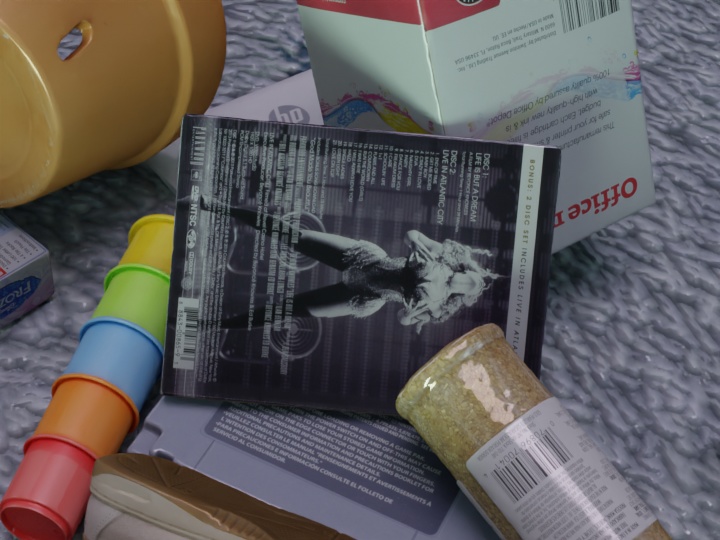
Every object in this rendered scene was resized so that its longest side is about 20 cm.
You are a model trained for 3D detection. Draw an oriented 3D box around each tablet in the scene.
[{"bbox_3d":[-0.036,-0.086,0.937,0.200,0.014,0.130,-25,53,-27],"label":"tablet"}]

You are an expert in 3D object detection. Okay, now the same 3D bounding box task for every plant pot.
[{"bbox_3d":[-0.197,-0.128,0.820,0.199,0.201,0.140,19,40,13],"label":"plant pot"}]

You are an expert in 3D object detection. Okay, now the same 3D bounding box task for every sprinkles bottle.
[{"bbox_3d":[0.102,0.120,0.675,0.068,0.068,0.200,-30,72,-30],"label":"sprinkles bottle"}]

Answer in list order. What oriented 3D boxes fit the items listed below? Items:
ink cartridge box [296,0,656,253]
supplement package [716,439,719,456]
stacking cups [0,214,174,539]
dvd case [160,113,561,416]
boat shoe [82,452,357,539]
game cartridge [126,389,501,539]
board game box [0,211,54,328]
[{"bbox_3d":[0.066,-0.117,0.823,0.145,0.201,0.144,-24,25,-26],"label":"ink cartridge box"},{"bbox_3d":[0.279,0.123,0.692,0.116,0.118,0.200,-7,47,-12],"label":"supplement package"},{"bbox_3d":[-0.140,0.058,0.761,0.060,0.061,0.200,16,50,10],"label":"stacking cups"},{"bbox_3d":[0.000,0.000,0.737,0.199,0.149,0.016,5,3,0],"label":"dvd case"},{"bbox_3d":[-0.049,0.153,0.667,0.199,0.069,0.074,22,7,25],"label":"boat shoe"},{"bbox_3d":[-0.006,0.095,0.749,0.199,0.042,0.133,22,44,15],"label":"game cartridge"},{"bbox_3d":[-0.318,-0.001,0.806,0.200,0.041,0.199,36,53,26],"label":"board game box"}]
